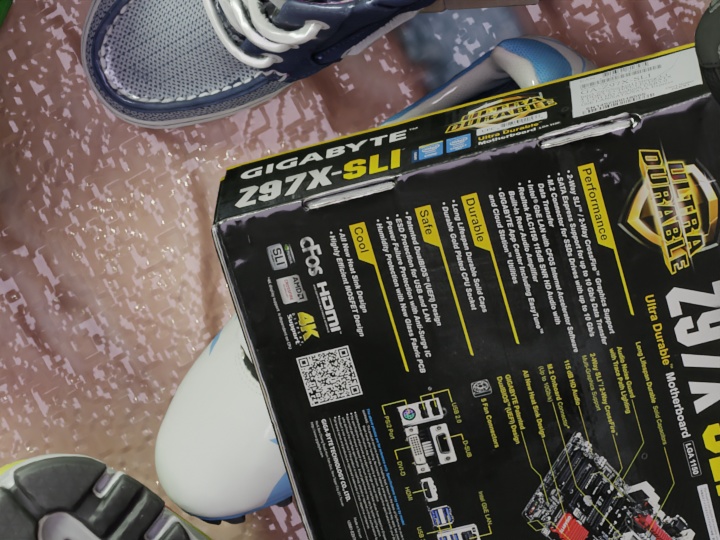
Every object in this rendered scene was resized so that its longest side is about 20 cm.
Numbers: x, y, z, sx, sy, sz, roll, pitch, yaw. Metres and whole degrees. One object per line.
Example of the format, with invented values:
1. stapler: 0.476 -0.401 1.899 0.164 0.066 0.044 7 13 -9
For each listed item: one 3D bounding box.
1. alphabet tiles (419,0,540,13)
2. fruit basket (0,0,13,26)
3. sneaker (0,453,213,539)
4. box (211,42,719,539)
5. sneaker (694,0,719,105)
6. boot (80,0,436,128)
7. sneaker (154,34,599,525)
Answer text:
1. alphabet tiles: -0.002 -0.179 0.943 0.165 0.006 0.201 -1 109 24
2. fruit basket: -0.187 -0.170 0.953 0.214 0.156 0.217 8 117 16
3. sneaker: -0.054 0.127 0.999 0.078 0.090 0.200 -46 108 -11
4. box: 0.057 0.047 0.914 0.159 0.049 0.201 -15 110 6
5. sneaker: 0.170 -0.060 0.874 0.090 0.199 0.067 -36 56 33
6. boot: -0.024 -0.096 0.928 0.199 0.090 0.073 -30 96 29
7. sneaker: 0.000 0.000 0.956 0.200 0.072 0.072 -45 54 10
